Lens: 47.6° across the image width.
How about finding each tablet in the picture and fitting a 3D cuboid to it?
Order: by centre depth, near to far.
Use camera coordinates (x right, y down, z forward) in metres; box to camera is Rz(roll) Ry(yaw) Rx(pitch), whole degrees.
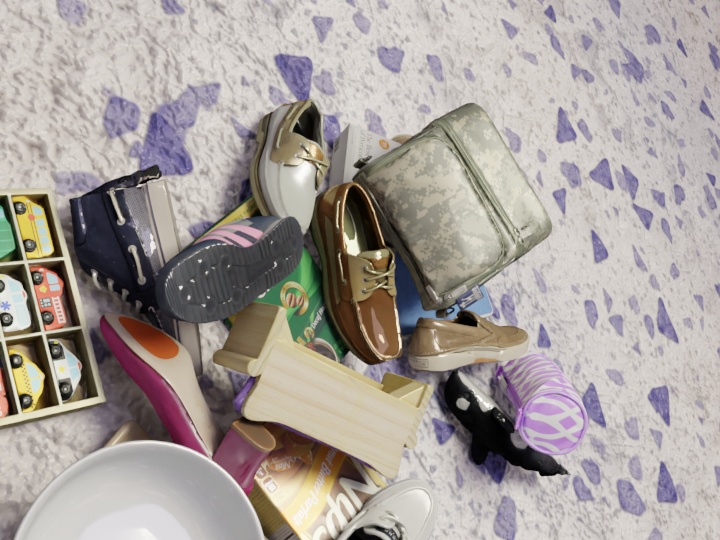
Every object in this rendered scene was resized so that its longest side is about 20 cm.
[{"bbox_3d":[0.094,0.013,1.069,0.198,0.014,0.132,-10,78,-44],"label":"tablet"}]

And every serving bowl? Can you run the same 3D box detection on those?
[{"bbox_3d":[-0.171,0.236,0.622,0.198,0.066,0.203,14,63,-28],"label":"serving bowl"}]

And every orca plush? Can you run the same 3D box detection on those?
[{"bbox_3d":[0.168,0.214,1.029,0.200,0.071,0.105,41,4,-27],"label":"orca plush"}]

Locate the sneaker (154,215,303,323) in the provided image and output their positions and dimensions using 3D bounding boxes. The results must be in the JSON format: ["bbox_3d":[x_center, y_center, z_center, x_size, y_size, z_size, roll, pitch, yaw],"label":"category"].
[{"bbox_3d":[-0.132,-0.002,0.743,0.200,0.081,0.071,-28,117,-59],"label":"sneaker"}]

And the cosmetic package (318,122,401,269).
[{"bbox_3d":[0.003,-0.075,0.991,0.082,0.051,0.202,19,59,-24],"label":"cosmetic package"}]

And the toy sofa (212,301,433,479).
[{"bbox_3d":[-0.037,0.112,0.763,0.199,0.082,0.099,29,78,-30],"label":"toy sofa"}]

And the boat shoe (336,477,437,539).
[{"bbox_3d":[0.016,0.248,0.718,0.074,0.065,0.200,47,45,5],"label":"boat shoe"}]

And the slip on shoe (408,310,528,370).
[{"bbox_3d":[0.140,0.080,1.025,0.198,0.076,0.062,-4,97,-37],"label":"slip on shoe"}]

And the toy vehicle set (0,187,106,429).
[{"bbox_3d":[-0.301,0.030,0.689,0.123,0.026,0.202,-9,77,-44],"label":"toy vehicle set"}]

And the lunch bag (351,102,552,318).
[{"bbox_3d":[0.098,-0.066,0.943,0.167,0.139,0.202,-31,90,-26],"label":"lunch bag"}]

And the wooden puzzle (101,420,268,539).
[{"bbox_3d":[-0.179,0.257,0.683,0.200,0.037,0.186,47,46,-11],"label":"wooden puzzle"}]

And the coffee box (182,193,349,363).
[{"bbox_3d":[-0.091,0.027,0.871,0.201,0.044,0.123,55,45,-8],"label":"coffee box"}]

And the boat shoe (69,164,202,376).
[{"bbox_3d":[-0.209,0.010,0.765,0.091,0.075,0.203,-12,96,-9],"label":"boat shoe"}]

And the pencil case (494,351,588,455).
[{"bbox_3d":[0.218,0.156,1.001,0.084,0.200,0.085,17,97,-1],"label":"pencil case"}]

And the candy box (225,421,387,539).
[{"bbox_3d":[-0.041,0.220,0.787,0.200,0.055,0.115,49,45,8],"label":"candy box"}]

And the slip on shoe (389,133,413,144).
[{"bbox_3d":[0.098,-0.092,1.063,0.201,0.076,0.061,59,13,-1],"label":"slip on shoe"}]

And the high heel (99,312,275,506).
[{"bbox_3d":[-0.171,0.127,0.713,0.200,0.097,0.067,41,17,16],"label":"high heel"}]

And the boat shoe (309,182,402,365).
[{"bbox_3d":[0.000,0.000,0.877,0.075,0.074,0.202,-14,80,-36],"label":"boat shoe"}]

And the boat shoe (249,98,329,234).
[{"bbox_3d":[-0.073,-0.118,0.897,0.075,0.068,0.202,39,32,-41],"label":"boat shoe"}]
